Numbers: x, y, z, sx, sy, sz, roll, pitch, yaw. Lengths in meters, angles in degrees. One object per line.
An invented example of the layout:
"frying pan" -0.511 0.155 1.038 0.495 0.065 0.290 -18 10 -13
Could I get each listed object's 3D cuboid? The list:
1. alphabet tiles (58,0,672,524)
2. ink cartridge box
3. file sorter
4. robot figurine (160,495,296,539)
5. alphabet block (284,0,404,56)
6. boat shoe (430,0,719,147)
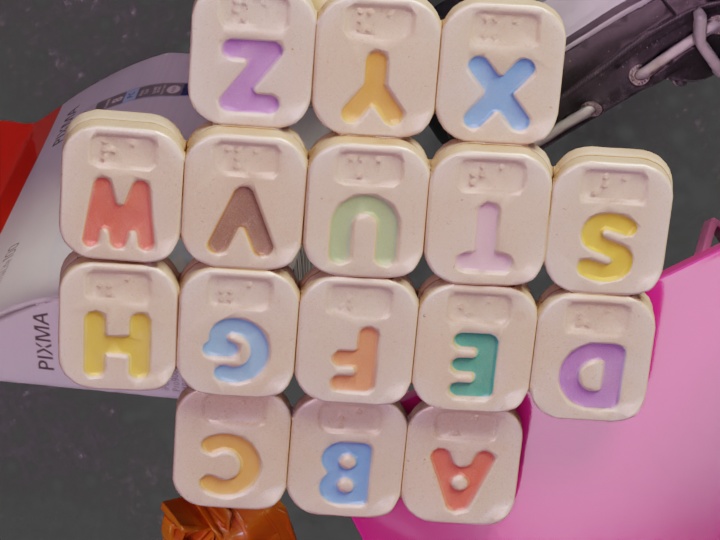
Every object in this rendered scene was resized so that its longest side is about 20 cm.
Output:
"alphabet tiles" 0.000 0.000 0.882 0.200 0.015 0.196 4 119 -3
"ink cartridge box" -0.112 -0.025 0.987 0.200 0.160 0.047 6 128 8
"file sorter" 0.112 0.067 0.984 0.200 0.125 0.139 -26 96 14
"robot figurine" -0.039 0.174 1.017 0.145 0.058 0.200 41 138 36
"alphabet block" 0.017 -0.214 0.914 0.196 0.195 0.200 -34 95 12
"boat shoe" 0.113 -0.098 0.967 0.199 0.074 0.068 -31 116 6
